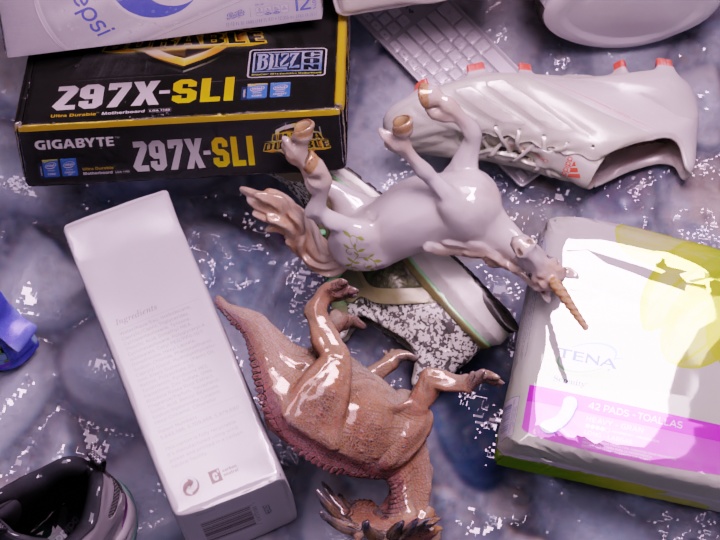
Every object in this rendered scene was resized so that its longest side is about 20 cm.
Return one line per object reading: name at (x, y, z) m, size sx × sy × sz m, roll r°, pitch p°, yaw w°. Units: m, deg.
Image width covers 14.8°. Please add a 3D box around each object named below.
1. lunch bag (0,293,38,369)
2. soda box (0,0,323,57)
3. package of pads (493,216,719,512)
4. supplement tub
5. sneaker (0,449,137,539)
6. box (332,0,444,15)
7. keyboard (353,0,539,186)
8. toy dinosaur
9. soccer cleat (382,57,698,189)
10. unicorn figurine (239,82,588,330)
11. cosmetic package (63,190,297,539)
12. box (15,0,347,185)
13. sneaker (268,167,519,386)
lunch bag at (-0.287, -0.001, 1.680) m, size 0.200 × 0.151 × 0.094 m, roll 28°, pitch 74°, yaw 14°
soda box at (-0.126, -0.185, 1.711) m, size 0.199 × 0.064 × 0.068 m, roll -7°, pitch 34°, yaw -4°
package of pads at (0.191, 0.058, 1.663) m, size 0.200 × 0.068 × 0.155 m, roll 12°, pitch 71°, yaw -1°
supplement tub at (0.162, -0.254, 1.770) m, size 0.122 × 0.123 × 0.200 m, roll -5°, pitch 69°, yaw 2°
sneaker at (-0.215, 0.182, 1.615) m, size 0.078 × 0.140 × 0.200 m, roll 33°, pitch 74°, yaw 15°
box at (0.031, -0.275, 1.735) m, size 0.128 × 0.109 × 0.200 m, roll -9°, pitch 51°, yaw 4°
keyboard at (0.059, -0.138, 1.791) m, size 0.056 × 0.011 × 0.200 m, roll -39°, pitch 72°, yaw -11°
toy dinosaur at (-0.010, 0.092, 1.624) m, size 0.200 × 0.086 × 0.136 m, roll 33°, pitch 75°, yaw -11°
soccer cleat at (0.115, -0.087, 1.730) m, size 0.199 × 0.069 × 0.078 m, roll -5°, pitch 69°, yaw -7°
unicorn figurine at (0.038, -0.036, 1.631) m, size 0.200 × 0.138 × 0.074 m, roll -4°, pitch 38°, yaw 39°
cosmetic package at (-0.109, 0.063, 1.678) m, size 0.074 × 0.102 × 0.200 m, roll -20°, pitch 70°, yaw -4°
box at (-0.107, -0.119, 1.727) m, size 0.199 × 0.049 × 0.160 m, roll -3°, pitch 37°, yaw 3°
sneaker at (0.000, 0.000, 1.714) m, size 0.200 × 0.077 × 0.089 m, roll 41°, pitch 88°, yaw 20°
